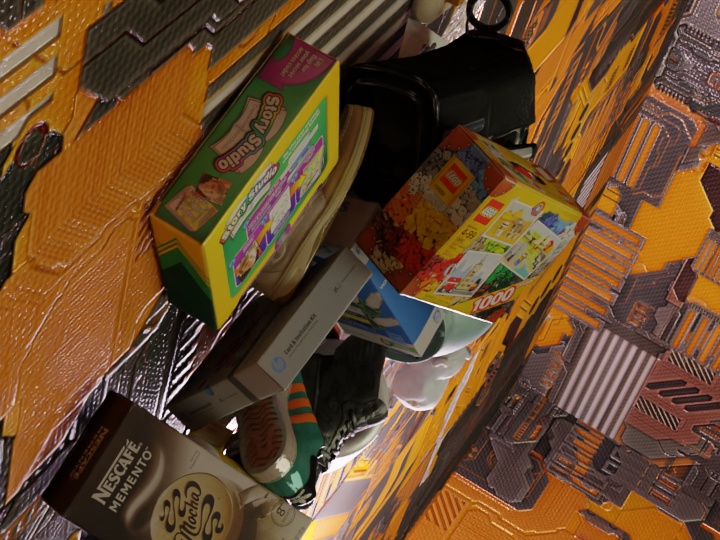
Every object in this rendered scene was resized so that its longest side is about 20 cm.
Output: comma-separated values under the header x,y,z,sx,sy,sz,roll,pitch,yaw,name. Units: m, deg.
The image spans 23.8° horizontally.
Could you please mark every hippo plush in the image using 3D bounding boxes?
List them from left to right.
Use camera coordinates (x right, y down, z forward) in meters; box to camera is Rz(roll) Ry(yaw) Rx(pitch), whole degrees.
x,y,z,sx,sy,sz,roll,pitch,yaw,name
0.066,0.087,2.207,0.201,0.160,0.159,-64,167,20,hippo plush

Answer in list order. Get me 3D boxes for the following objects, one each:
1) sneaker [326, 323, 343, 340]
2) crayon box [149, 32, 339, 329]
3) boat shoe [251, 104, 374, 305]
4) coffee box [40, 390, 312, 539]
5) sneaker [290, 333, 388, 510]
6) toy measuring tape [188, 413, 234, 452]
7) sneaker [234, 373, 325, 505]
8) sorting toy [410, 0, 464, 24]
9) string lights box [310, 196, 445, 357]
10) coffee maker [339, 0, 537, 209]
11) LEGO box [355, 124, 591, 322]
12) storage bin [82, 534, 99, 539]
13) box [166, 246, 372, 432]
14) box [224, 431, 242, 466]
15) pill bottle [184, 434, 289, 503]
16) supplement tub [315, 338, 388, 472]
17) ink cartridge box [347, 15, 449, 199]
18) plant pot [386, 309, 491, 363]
x,y,z,sx,sy,sz,roll,pitch,yaw,name
-0.025,-0.001,1.837,0.116,0.078,0.200,-55,168,-15,sneaker
-0.093,-0.072,1.437,0.200,0.058,0.173,-56,166,-21,crayon box
-0.052,-0.070,1.573,0.201,0.066,0.074,-64,-172,-4,boat shoe
-0.158,0.205,1.471,0.113,0.200,0.080,-58,-158,-9,coffee box
-0.018,0.151,1.776,0.060,0.104,0.201,109,-15,-69,sneaker
-0.161,0.187,1.768,0.200,0.073,0.074,-60,175,-65,toy measuring tape
-0.078,0.149,1.686,0.071,0.080,0.201,-27,-144,18,sneaker
0.131,-0.351,1.745,0.200,0.036,0.186,-40,157,-57,sorting toy
0.000,0.000,1.700,0.059,0.102,0.200,-60,144,-20,string lights box
0.071,-0.170,1.673,0.200,0.134,0.193,-20,99,-53,coffee maker
0.110,-0.040,1.630,0.149,0.077,0.200,-48,152,15,LEGO box
-0.214,0.317,1.700,0.200,0.145,0.135,-34,142,-64,storage bin
-0.088,0.068,1.622,0.156,0.041,0.200,-52,-168,-31,box
-0.120,0.249,1.808,0.200,0.051,0.159,141,-41,-75,box
-0.155,0.222,1.603,0.112,0.112,0.200,-58,137,-10,pill bottle
-0.045,0.156,1.908,0.132,0.132,0.200,-56,179,-16,supplement tub
0.038,-0.151,1.788,0.162,0.057,0.201,18,82,-65,ink cartridge box
0.063,0.019,1.914,0.134,0.200,0.201,-54,168,-49,plant pot
